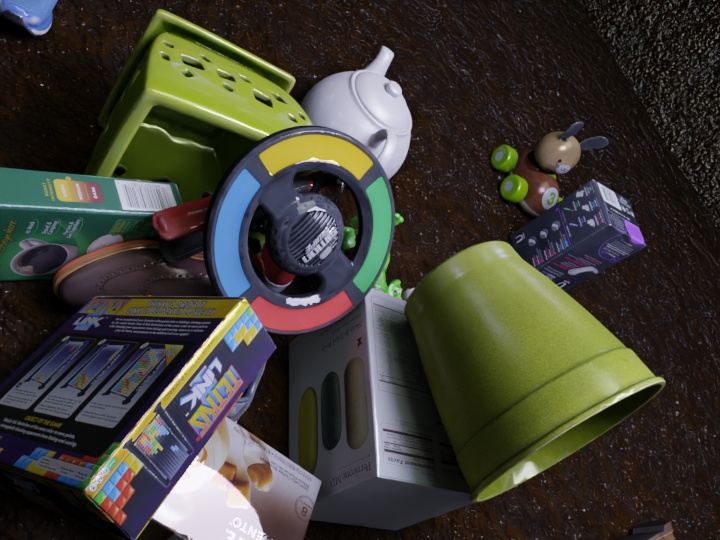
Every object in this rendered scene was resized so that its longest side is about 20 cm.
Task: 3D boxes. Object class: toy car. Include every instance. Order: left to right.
[{"bbox_3d":[0.402,-0.220,1.322,0.164,0.200,0.158,17,50,-35],"label":"toy car"}]

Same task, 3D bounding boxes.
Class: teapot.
[{"bbox_3d":[0.009,-0.229,0.983,0.197,0.146,0.201,-25,81,-50],"label":"teapot"}]

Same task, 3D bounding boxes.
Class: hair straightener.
[{"bbox_3d":[-0.101,-0.055,0.630,0.199,0.077,0.041,-26,63,-24],"label":"hair straightener"}]

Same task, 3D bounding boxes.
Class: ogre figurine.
[{"bbox_3d":[0.000,0.000,0.795,0.098,0.200,0.121,8,75,-31],"label":"ogre figurine"}]

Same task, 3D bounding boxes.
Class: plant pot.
[{"bbox_3d":[-0.176,-0.146,0.702,0.199,0.199,0.182,18,44,-34],"label":"plant pot"},{"bbox_3d":[0.143,0.082,0.619,0.200,0.201,0.193,0,50,-45],"label":"plant pot"}]

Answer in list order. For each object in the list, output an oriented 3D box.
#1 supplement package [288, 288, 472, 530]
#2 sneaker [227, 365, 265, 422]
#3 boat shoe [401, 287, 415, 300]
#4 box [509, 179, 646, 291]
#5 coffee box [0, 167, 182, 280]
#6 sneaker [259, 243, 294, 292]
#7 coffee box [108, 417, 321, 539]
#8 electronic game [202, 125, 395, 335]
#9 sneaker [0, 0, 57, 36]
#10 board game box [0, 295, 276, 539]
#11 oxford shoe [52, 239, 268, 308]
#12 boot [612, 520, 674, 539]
[{"bbox_3d":[0.022,0.155,0.699,0.150,0.152,0.201,21,48,-32],"label":"supplement package"},{"bbox_3d":[-0.124,0.076,0.669,0.074,0.081,0.201,28,45,-28],"label":"sneaker"},{"bbox_3d":[0.145,0.080,0.946,0.199,0.072,0.060,19,55,-30],"label":"boat shoe"},{"bbox_3d":[0.396,-0.055,1.192,0.122,0.200,0.107,20,48,-34],"label":"box"},{"bbox_3d":[-0.273,-0.038,0.576,0.199,0.123,0.044,-3,62,-44],"label":"coffee box"},{"bbox_3d":[-0.074,-0.075,0.809,0.071,0.112,0.201,28,45,-27],"label":"sneaker"},{"bbox_3d":[-0.145,0.191,0.562,0.200,0.080,0.115,40,41,-15],"label":"coffee box"},{"bbox_3d":[-0.051,-0.033,0.603,0.199,0.201,0.042,14,9,-38],"label":"electronic game"},{"bbox_3d":[-0.373,-0.353,0.742,0.078,0.089,0.201,22,48,-31],"label":"sneaker"},{"bbox_3d":[-0.186,0.093,0.480,0.166,0.199,0.057,-54,129,-38],"label":"board game box"},{"bbox_3d":[-0.182,0.019,0.611,0.199,0.071,0.073,-4,46,-22],"label":"oxford shoe"},{"bbox_3d":[0.425,0.430,0.963,0.199,0.073,0.076,8,66,-44],"label":"boot"}]
